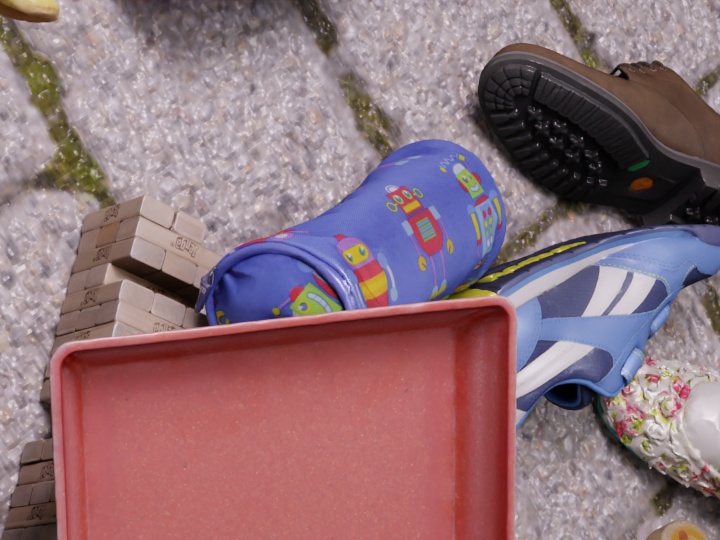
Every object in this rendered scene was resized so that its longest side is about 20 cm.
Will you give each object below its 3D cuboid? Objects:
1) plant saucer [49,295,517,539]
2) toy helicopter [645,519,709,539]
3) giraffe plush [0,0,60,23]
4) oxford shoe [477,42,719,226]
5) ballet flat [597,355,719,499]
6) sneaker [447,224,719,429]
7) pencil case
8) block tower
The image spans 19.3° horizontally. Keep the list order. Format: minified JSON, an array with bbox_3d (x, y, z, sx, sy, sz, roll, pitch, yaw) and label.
[{"bbox_3d":[-0.032,0.113,0.877,0.198,0.037,0.202,-6,104,-20],"label":"plant saucer"},{"bbox_3d":[0.178,0.229,1.118,0.132,0.079,0.201,24,53,-26],"label":"toy helicopter"},{"bbox_3d":[-0.202,-0.082,0.815,0.172,0.162,0.202,-18,92,-40],"label":"giraffe plush"},{"bbox_3d":[0.140,-0.082,1.166,0.199,0.072,0.085,27,48,-34],"label":"oxford shoe"},{"bbox_3d":[0.222,0.101,1.173,0.199,0.064,0.076,31,60,-23],"label":"ballet flat"},{"bbox_3d":[0.120,0.025,1.117,0.199,0.074,0.083,-20,95,-33],"label":"sneaker"},{"bbox_3d":[0.000,0.000,0.984,0.078,0.087,0.200,52,30,2],"label":"pencil case"},{"bbox_3d":[-0.110,0.071,0.927,0.054,0.058,0.202,25,66,-31],"label":"block tower"}]
